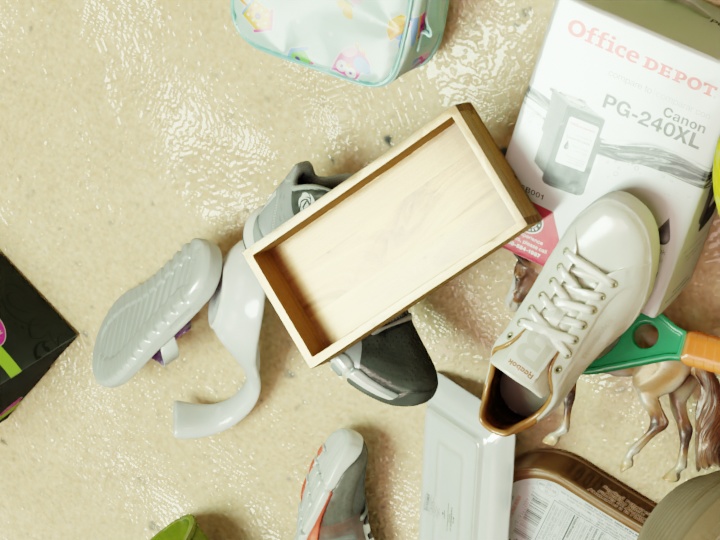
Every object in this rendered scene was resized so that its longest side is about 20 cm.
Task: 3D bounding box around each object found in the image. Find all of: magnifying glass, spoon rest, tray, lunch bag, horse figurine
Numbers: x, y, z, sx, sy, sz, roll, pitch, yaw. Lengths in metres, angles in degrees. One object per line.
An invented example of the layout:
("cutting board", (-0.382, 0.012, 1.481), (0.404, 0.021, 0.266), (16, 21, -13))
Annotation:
("magnifying glass", (0.212, 0.049, 1.615), (0.200, 0.022, 0.080), (15, 86, 20))
("spoon rest", (-0.098, 0.056, 1.795), (0.060, 0.100, 0.200), (10, 131, -15))
("tray", (0.021, -0.024, 1.609), (0.200, 0.037, 0.099), (-34, 83, 24))
("lunch bag", (-0.005, -0.236, 1.626), (0.160, 0.077, 0.200), (19, 117, 19))
("tray", (0.075, 0.188, 1.757), (0.107, 0.022, 0.201), (32, 127, 50))
("horse figurine", (0.189, 0.076, 1.659), (0.200, 0.050, 0.133), (21, 105, 26))

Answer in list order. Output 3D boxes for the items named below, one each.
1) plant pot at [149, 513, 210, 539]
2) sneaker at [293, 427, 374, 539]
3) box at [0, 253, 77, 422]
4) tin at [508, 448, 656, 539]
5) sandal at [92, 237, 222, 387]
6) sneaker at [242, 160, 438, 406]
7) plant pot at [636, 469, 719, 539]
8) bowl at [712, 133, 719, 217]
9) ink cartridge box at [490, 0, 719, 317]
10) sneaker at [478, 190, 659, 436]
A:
("plant pot", (-0.137, 0.340, 1.873), (0.193, 0.200, 0.200), (43, 124, -8))
("sneaker", (-0.012, 0.216, 1.828), (0.082, 0.077, 0.200), (12, 119, -7))
("box", (-0.369, 0.044, 1.885), (0.200, 0.149, 0.124), (45, 122, 4))
("tin", (0.182, 0.218, 1.733), (0.200, 0.042, 0.112), (31, 125, 14))
("sandal", (-0.157, 0.044, 1.814), (0.050, 0.083, 0.203), (21, 147, -24))
("sneaker", (0.000, 0.000, 1.670), (0.200, 0.075, 0.116), (47, 130, 16))
("plant pot", (0.260, 0.212, 1.616), (0.093, 0.200, 0.201), (35, 126, 43))
("bowl", (0.331, -0.045, 1.464), (0.200, 0.108, 0.201), (1, 119, 2))
("ink cartridge box", (0.185, -0.092, 1.579), (0.145, 0.083, 0.200), (26, 120, 17))
("sneaker", (0.141, 0.039, 1.559), (0.073, 0.085, 0.200), (33, 123, 13))
